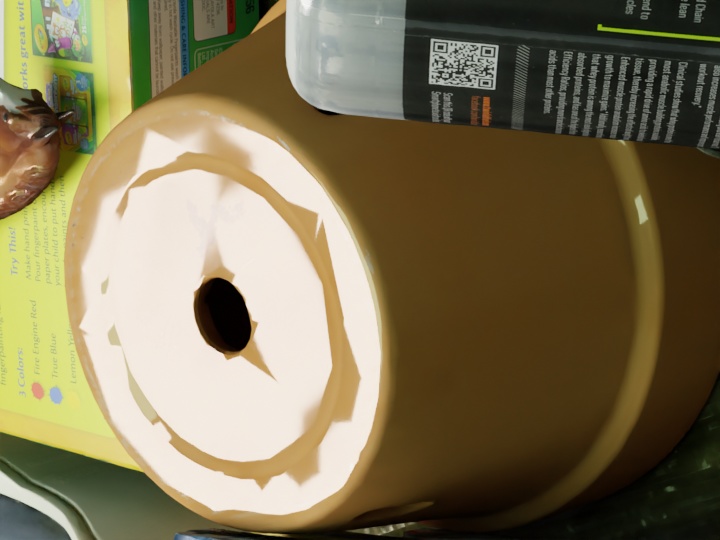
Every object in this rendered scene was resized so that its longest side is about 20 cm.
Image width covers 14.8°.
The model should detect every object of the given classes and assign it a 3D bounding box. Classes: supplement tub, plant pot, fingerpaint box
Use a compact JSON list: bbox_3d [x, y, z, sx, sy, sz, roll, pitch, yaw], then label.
[{"bbox_3d":[0.084,-0.093,0.718,0.199,0.123,0.123,6,111,3],"label":"supplement tub"},{"bbox_3d":[0.000,0.000,0.891,0.200,0.140,0.201,15,113,38],"label":"plant pot"},{"bbox_3d":[-0.117,-0.044,1.026,0.166,0.073,0.201,11,109,38],"label":"fingerpaint box"}]

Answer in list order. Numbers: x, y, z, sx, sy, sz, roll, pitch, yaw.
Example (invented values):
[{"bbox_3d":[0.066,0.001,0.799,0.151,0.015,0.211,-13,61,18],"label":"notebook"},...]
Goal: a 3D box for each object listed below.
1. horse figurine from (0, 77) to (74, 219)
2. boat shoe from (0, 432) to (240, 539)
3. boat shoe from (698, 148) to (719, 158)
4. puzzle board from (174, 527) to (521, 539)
[{"bbox_3d":[-0.188,-0.017,1.005,0.132,0.050,0.200,35,117,8],"label":"horse figurine"},{"bbox_3d":[-0.100,0.111,1.057,0.200,0.075,0.062,19,113,38],"label":"boat shoe"},{"bbox_3d":[0.120,-0.060,0.808,0.202,0.060,0.072,43,154,24],"label":"boat shoe"},{"bbox_3d":[0.046,0.094,0.859,0.199,0.150,0.017,3,90,34],"label":"puzzle board"}]
